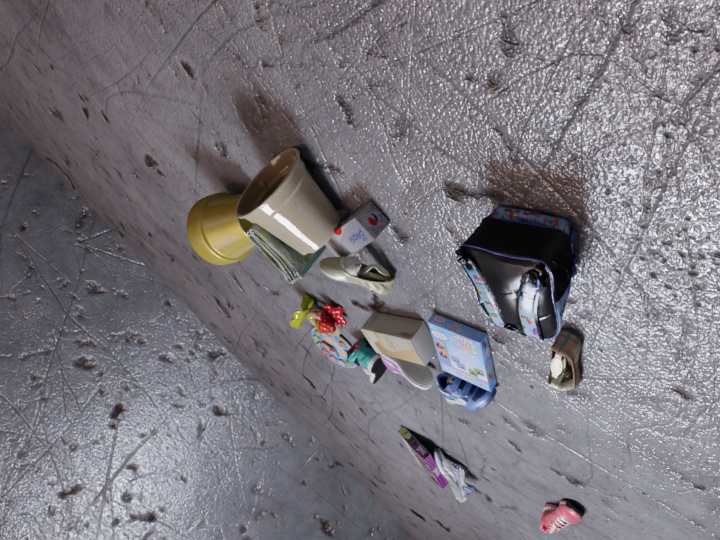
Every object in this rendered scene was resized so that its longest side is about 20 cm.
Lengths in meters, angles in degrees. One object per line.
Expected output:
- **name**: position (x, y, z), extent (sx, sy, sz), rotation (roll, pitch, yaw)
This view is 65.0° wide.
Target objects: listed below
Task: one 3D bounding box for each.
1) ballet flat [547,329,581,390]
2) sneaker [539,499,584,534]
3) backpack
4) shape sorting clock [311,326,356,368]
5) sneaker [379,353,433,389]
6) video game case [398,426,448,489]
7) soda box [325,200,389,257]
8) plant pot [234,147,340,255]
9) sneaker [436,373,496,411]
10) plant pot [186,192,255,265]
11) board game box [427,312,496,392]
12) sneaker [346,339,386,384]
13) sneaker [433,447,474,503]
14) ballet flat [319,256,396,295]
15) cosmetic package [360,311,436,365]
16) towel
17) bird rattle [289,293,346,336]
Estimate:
- **ballet flat**: position (0.406, 0.199, 1.145), extent (0.067, 0.067, 0.202), rotation (21, 147, 36)
- **sneaker**: position (0.595, 0.745, 1.680), extent (0.073, 0.087, 0.201), rotation (35, 153, 10)
- **backpack**: position (0.278, 0.014, 0.966), extent (0.181, 0.135, 0.202), rotation (15, 143, 42)
- **shape sorting clock**: position (-0.092, 0.269, 1.967), extent (0.199, 0.039, 0.201), rotation (32, 152, 19)
- **sneaker**: position (0.135, 0.284, 1.653), extent (0.200, 0.072, 0.115), rotation (41, 160, 27)
- **video game case**: position (0.234, 0.701, 2.118), extent (0.181, 0.036, 0.201), rotation (35, 159, 55)
- **soda box**: position (-0.015, -0.088, 1.298), extent (0.068, 0.064, 0.199), rotation (47, 154, -9)
- **plant pot**: position (-0.152, -0.141, 1.292), extent (0.183, 0.202, 0.199), rotation (43, 156, -28)
- **sneaker**: position (0.273, 0.315, 1.497), extent (0.083, 0.074, 0.199), rotation (52, 151, -16)
- **plant pot**: position (-0.348, -0.130, 1.572), extent (0.187, 0.202, 0.202), rotation (-13, 123, 40)
- **board game box**: position (0.253, 0.204, 1.398), extent (0.150, 0.037, 0.201), rotation (20, 147, 37)
- **sneaker**: position (0.014, 0.286, 1.800), extent (0.120, 0.084, 0.201), rotation (38, 162, 23)
- **sneaker**: position (0.337, 0.720, 2.026), extent (0.201, 0.085, 0.077), rotation (57, -177, 16)
- **ballet flat**: position (0.000, 0.000, 1.338), extent (0.198, 0.071, 0.069), rotation (18, 164, -27)
- **cosmetic package**: position (0.104, 0.182, 1.530), extent (0.199, 0.071, 0.106), rotation (5, 135, 51)
- **towel**: position (-0.173, -0.080, 1.394), extent (0.048, 0.201, 0.172), rotation (-34, 103, 35)
- **bird rattle**: position (-0.116, 0.153, 1.806), extent (0.197, 0.114, 0.163), rotation (6, 150, 31)
